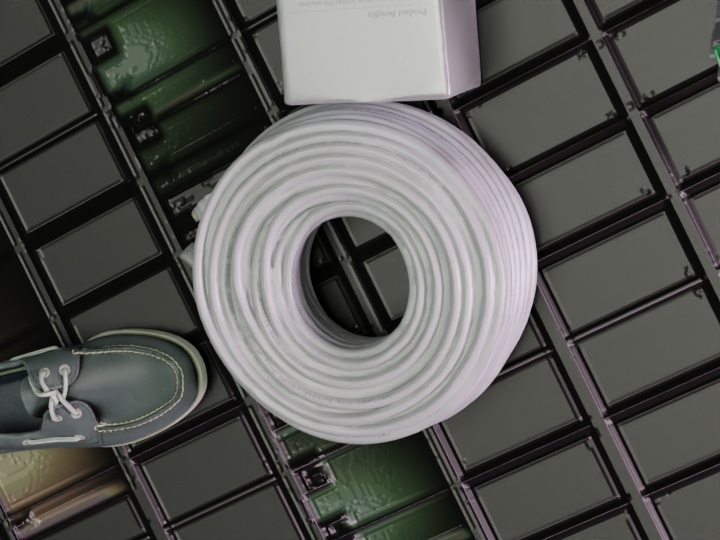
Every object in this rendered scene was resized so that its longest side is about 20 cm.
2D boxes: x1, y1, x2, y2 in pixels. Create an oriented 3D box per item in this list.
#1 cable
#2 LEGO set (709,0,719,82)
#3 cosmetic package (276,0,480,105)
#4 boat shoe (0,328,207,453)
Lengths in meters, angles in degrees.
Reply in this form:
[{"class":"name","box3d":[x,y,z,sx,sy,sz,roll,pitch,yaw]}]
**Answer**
[{"class":"cable","box3d":[0.000,0.000,1.312,0.200,0.069,0.200,-41,85,22]},{"class":"LEGO set","box3d":[0.274,-0.118,1.187,0.199,0.116,0.154,-19,123,26]},{"class":"cosmetic package","box3d":[0.006,-0.198,1.271,0.101,0.071,0.202,-1,100,20]},{"class":"boat shoe","box3d":[-0.192,0.083,1.404,0.199,0.062,0.073,-9,97,22]}]
